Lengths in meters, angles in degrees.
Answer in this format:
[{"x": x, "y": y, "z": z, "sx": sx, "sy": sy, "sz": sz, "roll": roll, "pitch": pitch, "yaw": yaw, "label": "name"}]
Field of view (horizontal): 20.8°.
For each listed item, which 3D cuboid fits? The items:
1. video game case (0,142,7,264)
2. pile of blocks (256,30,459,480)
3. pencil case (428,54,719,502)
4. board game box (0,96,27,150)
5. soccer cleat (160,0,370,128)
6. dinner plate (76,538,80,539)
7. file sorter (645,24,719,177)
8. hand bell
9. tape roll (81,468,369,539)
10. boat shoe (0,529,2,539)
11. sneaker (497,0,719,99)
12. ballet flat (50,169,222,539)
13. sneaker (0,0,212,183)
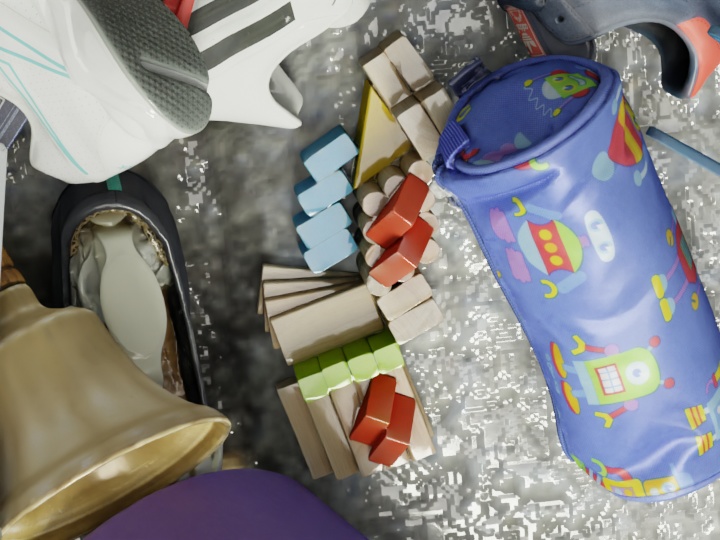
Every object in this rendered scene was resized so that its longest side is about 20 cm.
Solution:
[{"x": -0.225, "y": 0.029, "z": 0.748, "sx": 0.200, "sy": 0.017, "sz": 0.143, "roll": -6, "pitch": 74, "yaw": 23, "label": "video game case"}, {"x": 0.000, "y": 0.000, "z": 0.836, "sx": 0.082, "sy": 0.062, "sz": 0.200, "roll": 2, "pitch": 102, "yaw": -7, "label": "pile of blocks"}, {"x": 0.096, "y": 0.005, "z": 0.817, "sx": 0.087, "sy": 0.078, "sz": 0.200, "roll": -22, "pitch": 121, "yaw": 11, "label": "pencil case"}, {"x": -0.171, "y": -0.133, "z": 0.800, "sx": 0.135, "sy": 0.035, "sz": 0.200, "roll": 32, "pitch": 97, "yaw": -12, "label": "board game box"}, {"x": -0.027, "y": -0.139, "z": 0.774, "sx": 0.085, "sy": 0.069, "sz": 0.200, "roll": 18, "pitch": 126, "yaw": -12, "label": "soccer cleat"}, {"x": -0.135, "y": 0.169, "z": 0.880, "sx": 0.200, "sy": 0.024, "sz": 0.201, "roll": -1, "pitch": 102, "yaw": -6, "label": "dinner plate"}, {"x": 0.230, "y": -0.097, "z": 0.778, "sx": 0.123, "sy": 0.139, "sz": 0.200, "roll": 22, "pitch": 101, "yaw": -48, "label": "file sorter"}, {"x": -0.144, "y": 0.001, "z": 0.763, "sx": 0.104, "sy": 0.104, "sz": 0.200, "roll": -32, "pitch": 76, "yaw": 1, "label": "hand bell"}, {"x": -0.060, "y": 0.188, "z": 0.806, "sx": 0.200, "sy": 0.085, "sz": 0.200, "roll": -27, "pitch": 135, "yaw": -31, "label": "tape roll"}, {"x": -0.182, "y": 0.146, "z": 0.721, "sx": 0.075, "sy": 0.062, "sz": 0.200, "roll": 23, "pitch": 141, "yaw": -13, "label": "boat shoe"}, {"x": 0.069, "y": -0.128, "z": 0.808, "sx": 0.200, "sy": 0.075, "sz": 0.085, "roll": 20, "pitch": 95, "yaw": -11, "label": "sneaker"}, {"x": -0.093, "y": 0.056, "z": 0.822, "sx": 0.073, "sy": 0.073, "sz": 0.200, "roll": -8, "pitch": 96, "yaw": -5, "label": "ballet flat"}, {"x": -0.144, "y": -0.120, "z": 0.754, "sx": 0.080, "sy": 0.070, "sz": 0.200, "roll": -31, "pitch": 95, "yaw": 30, "label": "sneaker"}]
